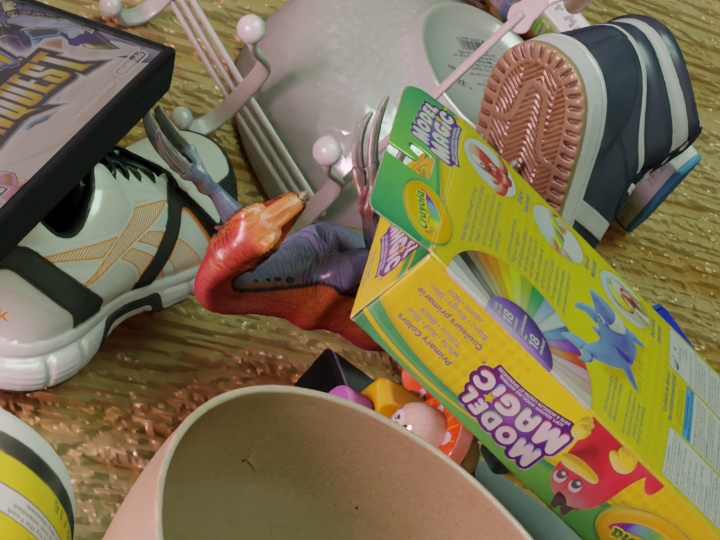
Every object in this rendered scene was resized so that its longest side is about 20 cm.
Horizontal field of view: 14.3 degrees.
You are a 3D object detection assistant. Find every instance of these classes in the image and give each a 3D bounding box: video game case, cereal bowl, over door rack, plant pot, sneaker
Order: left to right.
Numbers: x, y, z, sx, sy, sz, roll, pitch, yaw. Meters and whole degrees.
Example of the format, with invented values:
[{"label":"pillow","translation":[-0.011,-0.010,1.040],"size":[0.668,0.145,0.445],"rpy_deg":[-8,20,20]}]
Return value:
[{"label":"video game case","translation":[-0.194,-0.068,1.124],"size":[0.180,0.026,0.200],"rpy_deg":[20,33,12]},{"label":"sneaker","translation":[-0.104,-0.022,1.183],"size":[0.073,0.080,0.200],"rpy_deg":[16,28,17]},{"label":"plant pot","translation":[-0.026,0.158,0.955],"size":[0.200,0.134,0.201],"rpy_deg":[32,32,-23]},{"label":"over door rack","translation":[-0.016,-0.123,1.284],"size":[0.148,0.200,0.067],"rpy_deg":[58,24,16]},{"label":"cereal bowl","translation":[0.040,-0.069,1.396],"size":[0.200,0.083,0.200],"rpy_deg":[27,40,-26]},{"label":"video game case","translation":[0.092,-0.114,1.468],"size":[0.018,0.143,0.200],"rpy_deg":[-39,85,-10]},{"label":"sneaker","translation":[0.089,-0.027,1.302],"size":[0.070,0.200,0.108],"rpy_deg":[35,37,24]}]

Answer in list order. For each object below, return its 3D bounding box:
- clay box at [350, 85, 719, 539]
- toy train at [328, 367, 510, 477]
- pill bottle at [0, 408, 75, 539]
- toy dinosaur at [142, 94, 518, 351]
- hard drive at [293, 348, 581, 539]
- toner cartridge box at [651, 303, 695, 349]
[{"label":"clay box","translation":[0.068,0.027,1.109],"size":[0.200,0.048,0.115],"rpy_deg":[43,26,-14]},{"label":"toy train","translation":[0.063,0.091,1.125],"size":[0.150,0.056,0.200],"rpy_deg":[9,48,-50]},{"label":"pill bottle","translation":[-0.157,0.145,0.949],"size":[0.111,0.111,0.200],"rpy_deg":[28,39,-25]},{"label":"toy dinosaur","translation":[0.000,0.000,1.182],"size":[0.200,0.105,0.181],"rpy_deg":[61,36,-8]},{"label":"hard drive","translation":[0.061,0.125,1.215],"size":[0.200,0.033,0.140],"rpy_deg":[37,13,-23]},{"label":"toner cartridge box","translation":[0.168,0.117,1.383],"size":[0.200,0.043,0.095],"rpy_deg":[55,34,11]}]
